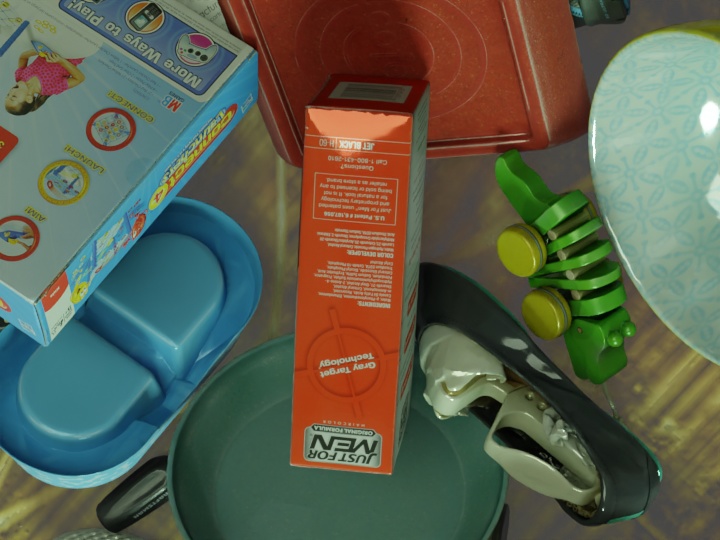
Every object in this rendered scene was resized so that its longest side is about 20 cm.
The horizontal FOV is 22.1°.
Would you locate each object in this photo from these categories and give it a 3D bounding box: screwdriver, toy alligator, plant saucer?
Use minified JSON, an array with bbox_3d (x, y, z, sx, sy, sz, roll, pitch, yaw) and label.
[{"bbox_3d":[-0.084,0.104,1.160,0.200,0.028,0.029,-33,114,8],"label":"screwdriver"},{"bbox_3d":[0.133,0.021,1.061,0.054,0.059,0.201,-11,104,54],"label":"toy alligator"},{"bbox_3d":[-0.013,0.122,1.082,0.199,0.036,0.201,-1,50,1],"label":"plant saucer"},{"bbox_3d":[0.019,-0.129,1.038,0.199,0.200,0.037,-4,48,15],"label":"plant saucer"}]

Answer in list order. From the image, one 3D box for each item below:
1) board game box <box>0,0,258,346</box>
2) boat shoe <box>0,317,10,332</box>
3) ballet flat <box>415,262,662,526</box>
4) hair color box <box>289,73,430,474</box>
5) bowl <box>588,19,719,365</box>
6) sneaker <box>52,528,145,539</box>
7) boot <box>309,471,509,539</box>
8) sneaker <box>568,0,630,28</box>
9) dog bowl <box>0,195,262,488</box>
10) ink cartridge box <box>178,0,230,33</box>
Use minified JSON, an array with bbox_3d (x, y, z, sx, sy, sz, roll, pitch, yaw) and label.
[{"bbox_3d":[-0.193,-0.092,1.033,0.200,0.056,0.196,33,67,14],"label":"board game box"},{"bbox_3d":[-0.233,0.043,1.174,0.200,0.071,0.091,34,97,4],"label":"boat shoe"},{"bbox_3d":[0.083,0.073,1.053,0.200,0.073,0.073,43,103,19],"label":"ballet flat"},{"bbox_3d":[0.000,0.000,1.017,0.061,0.102,0.201,4,106,6],"label":"hair color box"},{"bbox_3d":[0.229,-0.052,1.004,0.107,0.200,0.201,-24,86,-27],"label":"bowl"},{"bbox_3d":[-0.122,0.232,1.153,0.199,0.074,0.082,23,132,29],"label":"sneaker"},{"bbox_3d":[-0.013,0.196,1.091,0.173,0.069,0.201,12,56,12],"label":"boot"},{"bbox_3d":[0.087,-0.204,1.014,0.082,0.073,0.200,-12,134,18],"label":"sneaker"},{"bbox_3d":[-0.141,0.046,1.105,0.111,0.050,0.200,33,64,12],"label":"dog bowl"},{"bbox_3d":[-0.146,-0.198,1.131,0.116,0.067,0.200,-33,84,15],"label":"ink cartridge box"}]
